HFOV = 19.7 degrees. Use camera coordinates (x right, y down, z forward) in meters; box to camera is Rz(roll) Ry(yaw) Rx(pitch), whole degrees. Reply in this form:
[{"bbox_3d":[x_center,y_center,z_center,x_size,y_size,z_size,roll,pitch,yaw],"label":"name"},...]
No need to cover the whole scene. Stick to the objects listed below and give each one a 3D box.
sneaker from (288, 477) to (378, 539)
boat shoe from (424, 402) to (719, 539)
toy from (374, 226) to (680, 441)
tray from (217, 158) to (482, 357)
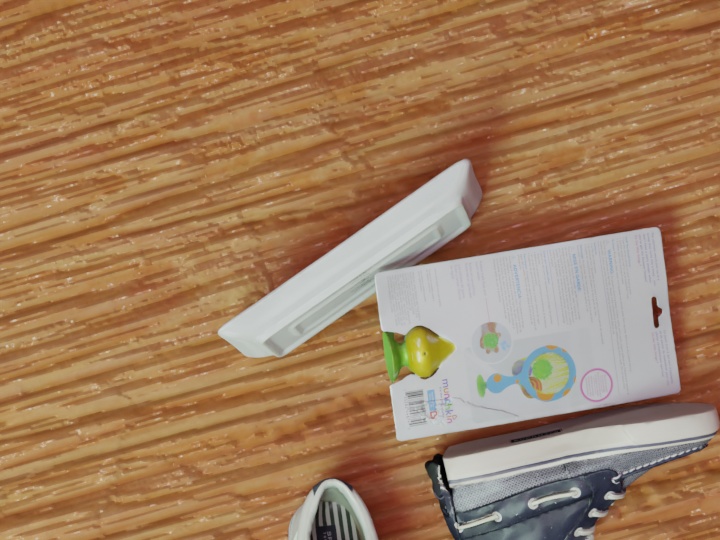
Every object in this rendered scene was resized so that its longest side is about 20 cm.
[{"bbox_3d":[-0.012,0.230,1.360,0.073,0.071,0.200,-11,58,-10],"label":"sneaker"},{"bbox_3d":[0.150,0.150,1.406,0.199,0.075,0.093,-12,94,10],"label":"boat shoe"},{"bbox_3d":[0.110,0.041,1.412,0.199,0.047,0.116,-10,97,-12],"label":"toy"},{"bbox_3d":[0.000,0.000,1.392,0.200,0.107,0.022,-35,75,1],"label":"tray"}]
